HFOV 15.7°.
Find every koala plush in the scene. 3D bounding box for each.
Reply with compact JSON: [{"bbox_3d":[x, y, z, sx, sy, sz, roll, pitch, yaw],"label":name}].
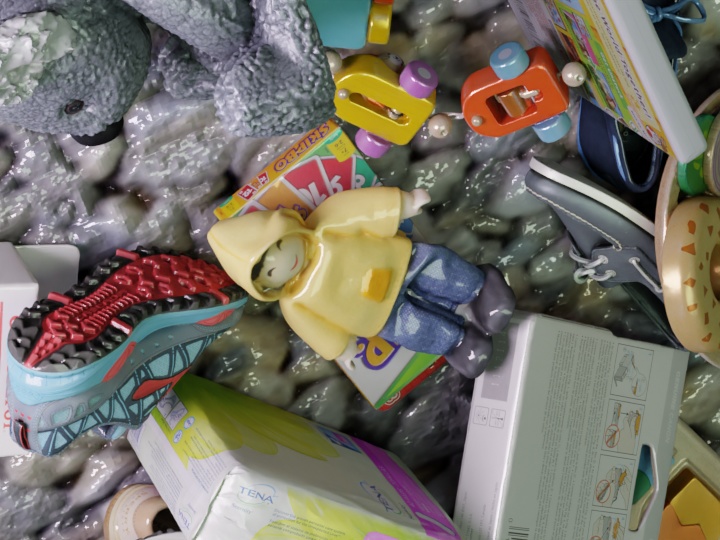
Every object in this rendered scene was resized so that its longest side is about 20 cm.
[{"bbox_3d":[-0.145,-0.146,1.473,0.199,0.177,0.185,-22,109,-12],"label":"koala plush"}]

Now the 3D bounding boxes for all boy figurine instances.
[{"bbox_3d":[0.000,0.000,1.625,0.199,0.064,0.125,20,107,-32],"label":"boy figurine"}]

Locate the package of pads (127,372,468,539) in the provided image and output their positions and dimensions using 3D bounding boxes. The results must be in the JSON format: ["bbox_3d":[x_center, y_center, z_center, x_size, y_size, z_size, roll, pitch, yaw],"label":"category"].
[{"bbox_3d":[-0.037,0.146,1.652,0.199,0.155,0.068,22,104,-29],"label":"package of pads"}]

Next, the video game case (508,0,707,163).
[{"bbox_3d":[0.120,-0.173,1.553,0.023,0.182,0.200,-34,122,-8],"label":"video game case"}]

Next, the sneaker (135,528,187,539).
[{"bbox_3d":[-0.073,0.237,1.638,0.199,0.094,0.070,34,124,-30],"label":"sneaker"}]

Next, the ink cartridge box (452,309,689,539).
[{"bbox_3d":[0.136,0.136,1.735,0.176,0.045,0.201,13,86,-48],"label":"ink cartridge box"}]

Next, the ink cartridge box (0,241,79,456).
[{"bbox_3d":[-0.259,0.050,1.564,0.199,0.068,0.117,-4,114,-22],"label":"ink cartridge box"}]

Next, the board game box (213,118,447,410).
[{"bbox_3d":[0.000,0.003,1.678,0.095,0.030,0.200,-39,124,-1],"label":"board game box"}]

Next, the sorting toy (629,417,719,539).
[{"bbox_3d":[0.174,0.184,1.828,0.185,0.036,0.200,-46,122,2],"label":"sorting toy"}]

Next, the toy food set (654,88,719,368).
[{"bbox_3d":[0.259,-0.032,1.711,0.200,0.048,0.199,22,77,-46],"label":"toy food set"}]

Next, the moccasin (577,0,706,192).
[{"bbox_3d":[0.182,-0.146,1.659,0.080,0.068,0.201,-13,118,-17],"label":"moccasin"}]

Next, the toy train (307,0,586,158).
[{"bbox_3d":[0.038,-0.146,1.585,0.150,0.056,0.200,-25,127,23],"label":"toy train"}]

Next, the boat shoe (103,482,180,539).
[{"bbox_3d":[-0.071,0.196,1.702,0.199,0.064,0.072,24,77,-29],"label":"boat shoe"}]

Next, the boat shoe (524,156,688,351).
[{"bbox_3d":[0.172,-0.008,1.718,0.200,0.073,0.062,32,95,-36],"label":"boat shoe"}]

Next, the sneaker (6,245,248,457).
[{"bbox_3d":[-0.148,0.051,1.583,0.200,0.079,0.096,-25,137,-48],"label":"sneaker"}]
